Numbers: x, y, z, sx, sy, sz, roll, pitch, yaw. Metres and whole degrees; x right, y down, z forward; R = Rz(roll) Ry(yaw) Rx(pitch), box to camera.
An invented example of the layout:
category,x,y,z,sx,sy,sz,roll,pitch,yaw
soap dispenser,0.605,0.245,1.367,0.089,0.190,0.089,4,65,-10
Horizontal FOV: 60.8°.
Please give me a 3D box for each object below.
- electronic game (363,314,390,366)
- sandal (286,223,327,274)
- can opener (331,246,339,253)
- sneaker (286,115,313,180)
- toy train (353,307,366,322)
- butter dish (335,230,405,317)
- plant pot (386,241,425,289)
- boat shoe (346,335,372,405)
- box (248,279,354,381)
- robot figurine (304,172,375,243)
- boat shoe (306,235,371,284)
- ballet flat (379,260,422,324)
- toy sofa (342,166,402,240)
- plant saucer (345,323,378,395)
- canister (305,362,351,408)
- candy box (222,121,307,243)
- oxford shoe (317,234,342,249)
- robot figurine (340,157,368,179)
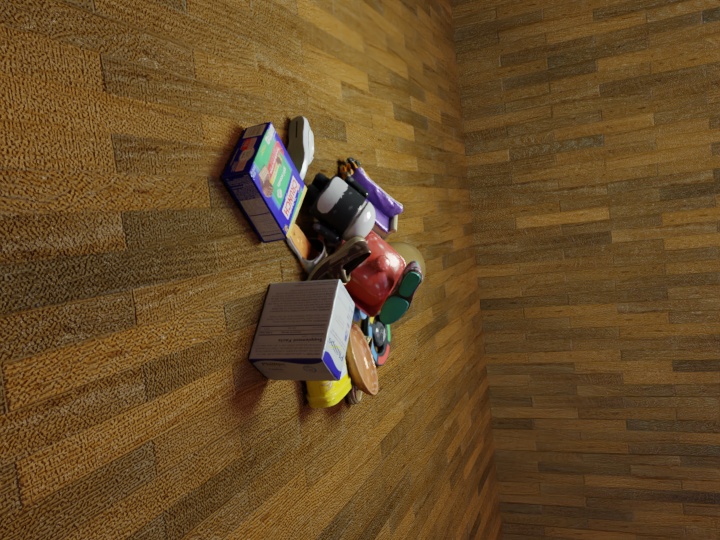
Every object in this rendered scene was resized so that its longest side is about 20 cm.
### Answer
category,x,y,z,sx,sy,sz,roll,pitch,yaw
electronic game,0.057,0.205,1.977,0.199,0.041,0.205,-5,90,-68
sandal,-0.125,-0.050,1.565,0.207,0.058,0.081,54,38,-52
can opener,0.000,0.000,1.740,0.200,0.053,0.067,44,28,-8
sneaker,-0.146,-0.291,1.543,0.071,0.072,0.204,41,48,-51
toy train,-0.026,0.088,1.756,0.199,0.085,0.117,-10,86,-65
butter dish,0.034,-0.009,1.642,0.199,0.147,0.202,39,70,-14
plant pot,0.084,-0.006,1.904,0.199,0.183,0.191,10,76,-65
boat shoe,-0.003,0.288,1.788,0.073,0.061,0.205,39,51,-60
box,-0.126,0.134,1.371,0.106,0.180,0.203,60,34,-48
robot figurine,-0.054,-0.162,1.598,0.199,0.151,0.125,36,16,-5
boat shoe,-0.054,0.000,1.562,0.072,0.199,0.072,54,7,32
ballet flat,0.111,0.057,1.639,0.072,0.068,0.202,-73,-172,-56
toy sofa,0.026,-0.185,1.717,0.199,0.097,0.084,40,31,-21
plant saucer,-0.004,0.247,1.687,0.200,0.037,0.204,-21,91,-78
canister,-0.094,0.222,1.556,0.148,0.085,0.205,-31,113,-65
candy box,-0.208,-0.193,1.372,0.202,0.075,0.172,64,31,-44
oxford shoe,-0.064,-0.146,1.711,0.071,0.071,0.204,49,41,-51
robot figurine,-0.003,-0.258,1.880,0.200,0.057,0.148,35,38,-62
